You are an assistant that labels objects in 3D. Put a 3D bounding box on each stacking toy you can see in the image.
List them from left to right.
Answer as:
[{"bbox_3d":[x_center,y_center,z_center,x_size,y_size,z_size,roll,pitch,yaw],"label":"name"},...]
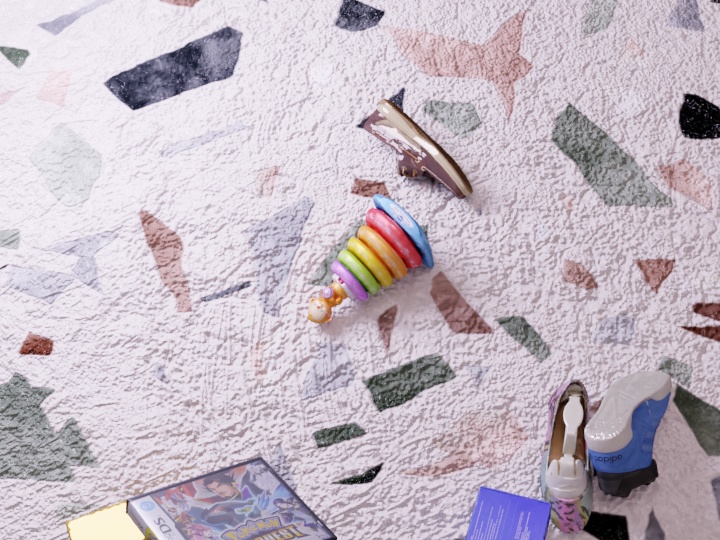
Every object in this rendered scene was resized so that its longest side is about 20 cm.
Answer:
[{"bbox_3d":[0.000,0.000,1.611,0.200,0.110,0.116,-42,69,-6],"label":"stacking toy"}]

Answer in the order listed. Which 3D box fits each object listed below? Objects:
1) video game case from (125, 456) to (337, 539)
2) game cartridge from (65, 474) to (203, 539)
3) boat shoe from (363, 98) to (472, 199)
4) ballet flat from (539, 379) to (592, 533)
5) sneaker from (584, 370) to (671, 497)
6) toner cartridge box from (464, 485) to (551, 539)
[{"bbox_3d":[-0.159,0.311,1.402,0.199,0.026,0.180,-13,34,-35],"label":"video game case"},{"bbox_3d":[-0.249,0.349,1.421,0.198,0.033,0.177,-15,40,-18],"label":"game cartridge"},{"bbox_3d":[0.083,-0.168,1.713,0.200,0.072,0.072,45,103,12],"label":"boat shoe"},{"bbox_3d":[0.268,0.233,1.476,0.068,0.071,0.202,4,62,7],"label":"ballet flat"},{"bbox_3d":[0.355,0.216,1.486,0.076,0.112,0.200,-1,22,34],"label":"sneaker"},{"bbox_3d":[0.167,0.373,1.402,0.094,0.043,0.201,11,59,17],"label":"toner cartridge box"}]
